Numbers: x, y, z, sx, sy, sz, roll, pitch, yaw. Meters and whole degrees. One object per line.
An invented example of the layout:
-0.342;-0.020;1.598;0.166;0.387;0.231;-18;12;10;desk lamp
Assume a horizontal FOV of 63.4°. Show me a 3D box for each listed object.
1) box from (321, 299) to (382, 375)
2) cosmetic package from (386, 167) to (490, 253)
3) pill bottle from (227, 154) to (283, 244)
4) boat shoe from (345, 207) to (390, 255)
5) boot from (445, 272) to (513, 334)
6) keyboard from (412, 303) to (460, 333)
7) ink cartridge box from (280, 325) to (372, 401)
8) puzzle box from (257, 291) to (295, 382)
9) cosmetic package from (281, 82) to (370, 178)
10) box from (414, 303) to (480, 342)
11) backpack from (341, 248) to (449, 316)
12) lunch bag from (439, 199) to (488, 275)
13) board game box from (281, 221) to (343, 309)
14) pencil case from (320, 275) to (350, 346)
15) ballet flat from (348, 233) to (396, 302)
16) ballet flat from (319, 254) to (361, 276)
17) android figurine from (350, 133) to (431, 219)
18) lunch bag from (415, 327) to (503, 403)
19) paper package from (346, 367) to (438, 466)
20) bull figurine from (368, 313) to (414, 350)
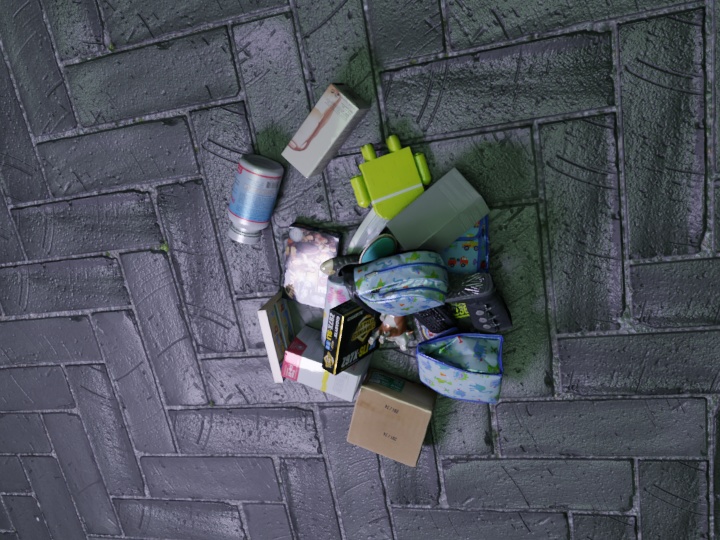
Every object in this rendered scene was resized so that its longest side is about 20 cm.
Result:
-0.010;0.144;1.414;0.049;0.199;0.161;24;116;28;box
0.168;-0.114;1.272;0.199;0.090;0.107;-39;56;11;cosmetic package
-0.263;-0.172;1.426;0.108;0.109;0.202;22;113;7;pill bottle
0.034;-0.087;1.391;0.071;0.070;0.202;36;111;7;boat shoe
0.241;0.077;1.300;0.163;0.066;0.200;0;154;28;boot
0.150;0.085;1.339;0.104;0.040;0.200;-29;125;31;keyboard
-0.084;0.237;1.497;0.198;0.145;0.084;18;114;9;ink cartridge box
-0.210;0.171;1.518;0.025;0.133;0.202;-6;108;17;puzzle box
-0.079;-0.319;1.327;0.087;0.103;0.200;41;113;1;cosmetic package
0.226;0.086;1.411;0.198;0.044;0.162;-13;104;20;box
0.086;0.026;1.209;0.199;0.163;0.155;-28;58;19;backpack
0.212;-0.074;1.327;0.149;0.094;0.203;-2;80;27;lunch bag
-0.124;-0.010;1.483;0.134;0.035;0.202;13;112;11;board game box
-0.048;0.103;1.460;0.090;0.083;0.202;4;114;-9;pencil case
0.023;-0.015;1.329;0.069;0.070;0.201;31;121;3;ballet flat
0.000;0.000;1.393;0.198;0.057;0.067;3;149;-17;ballet flat
0.073;-0.199;1.321;0.180;0.041;0.202;-22;97;-5;android figurine
0.234;0.227;1.384;0.197;0.129;0.171;1;144;11;lunch bag
0.084;0.382;1.524;0.198;0.103;0.193;18;111;10;paper package
0.076;0.118;1.413;0.065;0.121;0.202;18;126;37;bull figurine
